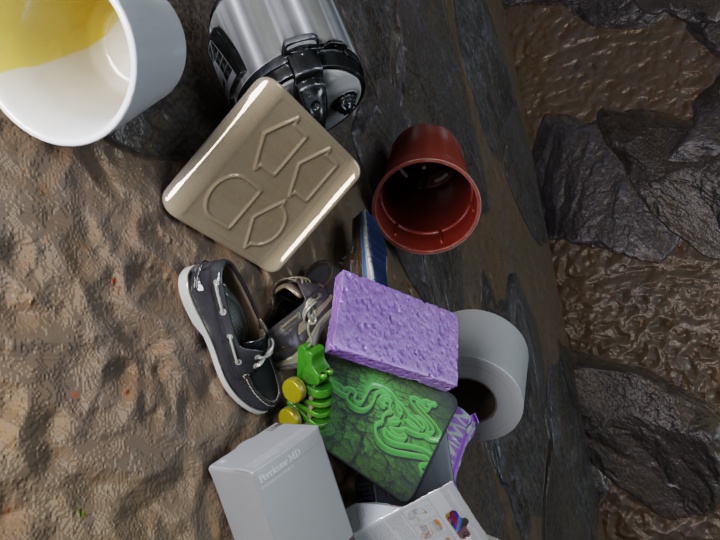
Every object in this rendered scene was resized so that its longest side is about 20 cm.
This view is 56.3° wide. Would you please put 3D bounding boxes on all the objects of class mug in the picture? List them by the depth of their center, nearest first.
[{"bbox_3d":[-0.239,-0.220,0.607,0.153,0.147,0.189,-60,137,-66],"label":"mug"}]

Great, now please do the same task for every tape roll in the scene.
[{"bbox_3d":[0.207,0.194,1.247,0.205,0.200,0.140,64,28,-24],"label":"tape roll"}]

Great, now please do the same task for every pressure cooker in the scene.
[{"bbox_3d":[-0.087,-0.258,0.854,0.175,0.178,0.202,-1,64,-55],"label":"pressure cooker"}]

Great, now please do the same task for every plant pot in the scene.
[{"bbox_3d":[0.125,-0.170,1.289,0.202,0.198,0.197,59,22,-31],"label":"plant pot"}]

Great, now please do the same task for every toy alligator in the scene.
[{"bbox_3d":[-0.054,0.133,0.804,0.059,0.054,0.203,-24,130,-52],"label":"toy alligator"}]

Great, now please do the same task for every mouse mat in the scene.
[{"bbox_3d":[0.022,0.189,0.900,0.199,0.008,0.162,35,69,-9],"label":"mouse mat"}]

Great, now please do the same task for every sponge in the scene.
[{"bbox_3d":[0.048,0.083,0.908,0.198,0.030,0.113,21,56,-25],"label":"sponge"}]

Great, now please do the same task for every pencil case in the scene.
[{"bbox_3d":[0.139,0.306,1.109,0.200,0.084,0.085,-52,127,-57],"label":"pencil case"}]

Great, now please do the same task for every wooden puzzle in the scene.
[{"bbox_3d":[-0.114,-0.109,0.806,0.046,0.186,0.200,45,5,39],"label":"wooden puzzle"}]

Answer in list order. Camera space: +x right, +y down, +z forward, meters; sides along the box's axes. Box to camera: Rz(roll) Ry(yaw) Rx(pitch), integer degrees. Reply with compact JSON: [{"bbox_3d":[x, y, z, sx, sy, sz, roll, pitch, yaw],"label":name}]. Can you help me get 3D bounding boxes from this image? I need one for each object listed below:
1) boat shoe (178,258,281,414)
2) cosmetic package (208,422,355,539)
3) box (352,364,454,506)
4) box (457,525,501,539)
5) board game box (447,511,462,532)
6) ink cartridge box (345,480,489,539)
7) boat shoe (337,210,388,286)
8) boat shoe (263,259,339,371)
[{"bbox_3d":[-0.133,0.077,0.764,0.202,0.060,0.074,67,25,-19],"label":"boat shoe"},{"bbox_3d":[-0.075,0.280,0.735,0.106,0.089,0.203,-28,106,-45],"label":"cosmetic package"},{"bbox_3d":[0.050,0.226,0.961,0.106,0.120,0.203,142,-58,-69],"label":"box"},{"bbox_3d":[0.158,0.513,1.010,0.199,0.108,0.129,-38,115,-33],"label":"box"},{"bbox_3d":[0.118,0.418,1.131,0.136,0.044,0.200,69,27,-16],"label":"board game box"},{"bbox_3d":[0.052,0.345,0.861,0.162,0.198,0.050,58,3,-32],"label":"ink cartridge box"},{"bbox_3d":[0.000,0.000,1.061,0.072,0.072,0.203,37,41,-52],"label":"boat shoe"},{"bbox_3d":[-0.076,0.041,0.885,0.074,0.074,0.201,62,28,-28],"label":"boat shoe"}]
